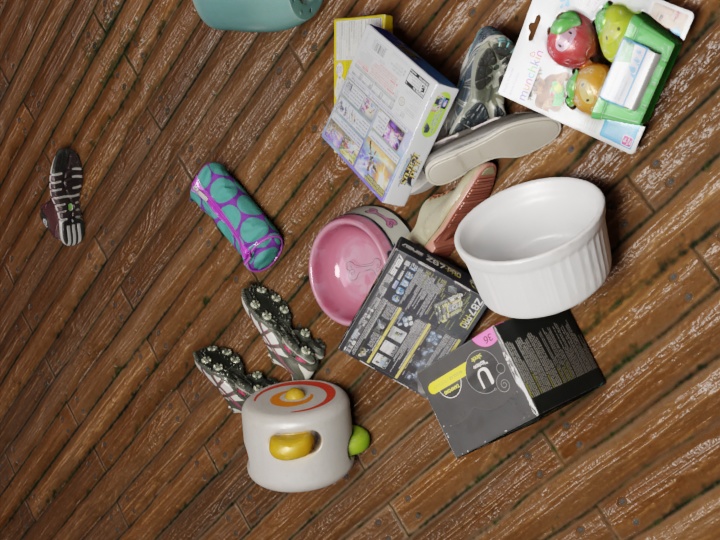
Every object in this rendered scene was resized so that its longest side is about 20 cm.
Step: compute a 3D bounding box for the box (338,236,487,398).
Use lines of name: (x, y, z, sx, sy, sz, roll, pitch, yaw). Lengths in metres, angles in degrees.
box: (0.080, 0.072, 1.458, 0.159, 0.049, 0.202, 28, 119, -2)

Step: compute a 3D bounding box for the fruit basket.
fruit basket: (0.289, -0.270, 1.236, 0.197, 0.094, 0.188, 26, 114, 13)

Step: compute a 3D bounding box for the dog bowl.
dog bowl: (0.000, 0.000, 1.550, 0.198, 0.073, 0.205, 6, 100, 39)

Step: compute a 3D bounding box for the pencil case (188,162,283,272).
pencil case: (-0.218, -0.092, 1.709, 0.200, 0.092, 0.086, 48, 123, 23)

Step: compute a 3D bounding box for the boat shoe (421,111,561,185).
boat shoe: (0.174, -0.182, 1.352, 0.197, 0.067, 0.058, -21, 49, 9)

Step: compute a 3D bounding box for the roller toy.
roller toy: (-0.103, 0.259, 1.590, 0.180, 0.198, 0.143, 8, 109, 42)

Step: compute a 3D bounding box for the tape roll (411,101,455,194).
tape roll: (0.061, -0.215, 1.492, 0.200, 0.037, 0.207, 7, 100, 40)

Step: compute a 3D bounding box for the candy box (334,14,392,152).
candy box: (0.003, -0.280, 1.490, 0.101, 0.026, 0.204, 7, 100, 37)

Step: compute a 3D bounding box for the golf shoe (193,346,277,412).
golf shoe: (-0.234, 0.207, 1.768, 0.198, 0.077, 0.090, 30, 122, 34)

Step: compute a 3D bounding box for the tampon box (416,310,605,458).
tampon box: (0.203, 0.143, 1.315, 0.149, 0.198, 0.128, -36, 73, 36)

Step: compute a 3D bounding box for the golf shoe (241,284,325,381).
golf shoe: (-0.148, 0.110, 1.691, 0.200, 0.076, 0.089, 47, 130, 26)

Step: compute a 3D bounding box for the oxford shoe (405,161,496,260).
oxford shoe: (0.124, -0.091, 1.434, 0.074, 0.070, 0.201, 51, 124, 26)

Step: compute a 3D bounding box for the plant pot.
plant pot: (-0.146, -0.467, 1.537, 0.158, 0.200, 0.205, 16, 107, 23)

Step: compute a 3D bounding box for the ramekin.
ramekin: (0.229, -0.028, 1.273, 0.198, 0.201, 0.099, 2, 128, 39)

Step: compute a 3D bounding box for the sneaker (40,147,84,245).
sneaker: (-0.642, -0.157, 2.072, 0.114, 0.075, 0.204, 9, 103, 42)

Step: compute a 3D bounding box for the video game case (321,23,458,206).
video game case: (0.036, -0.222, 1.392, 0.200, 0.045, 0.183, 50, 123, 44)

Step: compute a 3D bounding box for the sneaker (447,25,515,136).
sneaker: (0.169, -0.247, 1.385, 0.087, 0.076, 0.202, -103, 25, -49)
